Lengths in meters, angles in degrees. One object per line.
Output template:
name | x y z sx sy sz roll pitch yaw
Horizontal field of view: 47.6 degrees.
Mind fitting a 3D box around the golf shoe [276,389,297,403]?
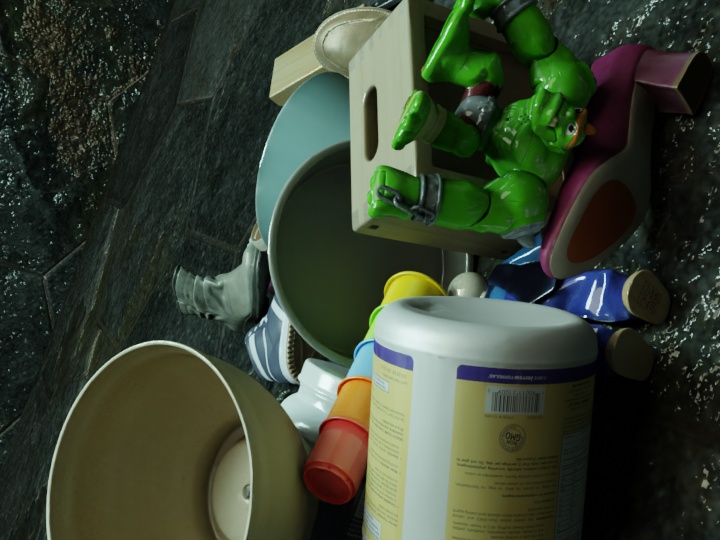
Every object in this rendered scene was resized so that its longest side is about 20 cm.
golf shoe | -0.083 0.227 0.860 0.088 0.076 0.203 -46 34 49

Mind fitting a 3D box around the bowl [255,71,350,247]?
bowl | -0.011 -0.093 0.853 0.104 0.200 0.204 22 91 23

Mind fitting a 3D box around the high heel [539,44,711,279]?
high heel | 0.168 -0.080 0.593 0.201 0.068 0.096 -50 33 -15

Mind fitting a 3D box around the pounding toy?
pounding toy | 0.083 -0.122 0.697 0.142 0.181 0.204 -33 53 55

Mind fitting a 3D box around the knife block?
knife block | -0.006 -0.263 0.953 0.177 0.196 0.065 100 176 -60

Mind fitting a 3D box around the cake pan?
cake pan | 0.008 -0.013 0.725 0.037 0.197 0.204 -15 58 66

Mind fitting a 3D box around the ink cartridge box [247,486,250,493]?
ink cartridge box | -0.181 0.249 0.959 0.200 0.084 0.150 -129 39 -58

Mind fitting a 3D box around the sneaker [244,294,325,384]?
sneaker | -0.083 0.039 0.989 0.108 0.069 0.204 -19 58 54

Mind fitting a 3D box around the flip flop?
flip flop | 0.000 0.000 0.774 0.080 0.203 0.057 -31 9 -28

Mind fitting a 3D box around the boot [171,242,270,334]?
boot | -0.182 0.021 1.047 0.201 0.128 0.069 108 178 -57

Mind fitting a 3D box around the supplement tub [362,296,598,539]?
supplement tub | 0.074 0.126 0.528 0.145 0.143 0.205 15 103 62

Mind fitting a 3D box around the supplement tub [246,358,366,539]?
supplement tub | -0.025 0.193 0.702 0.140 0.138 0.204 16 86 62

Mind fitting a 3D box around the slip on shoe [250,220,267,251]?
slip on shoe | -0.055 -0.087 0.957 0.075 0.061 0.201 -19 31 44

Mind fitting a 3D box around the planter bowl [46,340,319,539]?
planter bowl | -0.112 0.164 0.600 0.197 0.134 0.205 -10 72 32

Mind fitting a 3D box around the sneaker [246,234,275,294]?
sneaker | -0.091 -0.065 1.078 0.079 0.088 0.203 24 117 21

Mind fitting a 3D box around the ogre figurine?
ogre figurine | 0.092 -0.105 0.555 0.098 0.118 0.202 -54 11 52

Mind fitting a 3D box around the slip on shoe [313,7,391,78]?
slip on shoe | 0.029 -0.228 0.854 0.197 0.060 0.077 18 117 25

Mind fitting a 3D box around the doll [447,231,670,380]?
doll | 0.137 0.026 0.620 0.199 0.048 0.139 5 73 59

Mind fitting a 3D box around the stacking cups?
stacking cups | 0.017 0.087 0.618 0.060 0.060 0.201 -40 16 42
